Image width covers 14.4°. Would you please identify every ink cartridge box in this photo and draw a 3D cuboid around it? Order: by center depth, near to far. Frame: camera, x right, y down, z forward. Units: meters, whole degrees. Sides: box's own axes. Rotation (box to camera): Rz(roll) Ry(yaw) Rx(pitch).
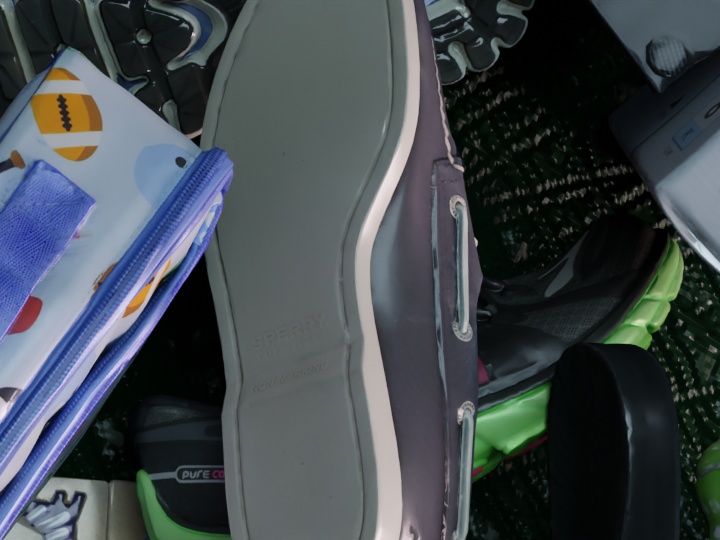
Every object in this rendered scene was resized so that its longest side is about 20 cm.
[{"bbox_3d":[0.165,-0.086,0.854,0.200,0.160,0.047,-44,96,7],"label":"ink cartridge box"}]

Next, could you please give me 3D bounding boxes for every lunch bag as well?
[{"bbox_3d":[-0.116,0.043,0.757,0.075,0.160,0.200,35,66,-4],"label":"lunch bag"}]

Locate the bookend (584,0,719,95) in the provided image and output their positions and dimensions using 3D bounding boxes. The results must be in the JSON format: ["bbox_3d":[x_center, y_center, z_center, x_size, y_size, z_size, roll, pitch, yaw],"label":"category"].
[{"bbox_3d":[0.132,-0.143,0.903,0.200,0.199,0.092,-37,90,-3],"label":"bookend"}]

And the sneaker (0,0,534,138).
[{"bbox_3d":[-0.049,-0.082,0.872,0.199,0.089,0.079,-6,107,-4],"label":"sneaker"}]

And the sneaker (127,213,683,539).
[{"bbox_3d":[0.017,0.025,0.859,0.200,0.077,0.084,-28,83,-29],"label":"sneaker"}]

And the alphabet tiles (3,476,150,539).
[{"bbox_3d":[-0.062,0.161,0.833,0.166,0.006,0.201,7,74,-18],"label":"alphabet tiles"}]

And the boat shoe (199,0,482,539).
[{"bbox_3d":[0.000,0.000,0.802,0.063,0.072,0.201,21,64,-51],"label":"boat shoe"}]

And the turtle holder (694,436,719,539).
[{"bbox_3d":[0.150,0.112,0.844,0.185,0.141,0.132,26,70,-17],"label":"turtle holder"}]

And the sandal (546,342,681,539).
[{"bbox_3d":[0.059,0.121,0.806,0.048,0.075,0.202,-1,88,-19],"label":"sandal"}]
